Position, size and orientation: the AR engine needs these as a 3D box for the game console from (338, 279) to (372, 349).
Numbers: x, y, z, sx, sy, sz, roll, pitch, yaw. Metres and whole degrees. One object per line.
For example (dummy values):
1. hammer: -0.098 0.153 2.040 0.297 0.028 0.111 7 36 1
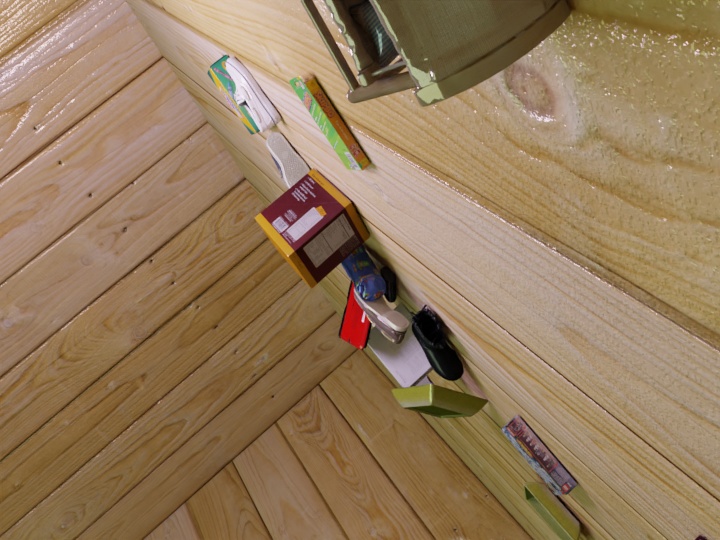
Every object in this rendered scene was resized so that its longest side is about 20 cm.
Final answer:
1. game console: 0.018 0.103 1.912 0.117 0.205 0.171 6 -169 -39

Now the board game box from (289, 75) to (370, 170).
1. board game box: -0.058 -0.273 1.248 0.201 0.030 0.095 52 172 -18

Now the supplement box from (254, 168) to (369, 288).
1. supplement box: -0.120 -0.108 1.692 0.197 0.199 0.134 44 171 43

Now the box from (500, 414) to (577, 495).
1. box: 0.420 0.440 1.612 0.201 0.040 0.137 50 173 17

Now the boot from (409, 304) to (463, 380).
1. boot: 0.190 0.182 1.680 0.200 0.073 0.163 55 173 11

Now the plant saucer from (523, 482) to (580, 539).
1. plant saucer: 0.540 0.676 1.884 0.200 0.048 0.201 47 171 32

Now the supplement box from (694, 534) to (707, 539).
1. supplement box: 0.476 0.510 1.025 0.110 0.199 0.061 56 171 -36

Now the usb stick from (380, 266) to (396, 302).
1. usb stick: 0.077 0.040 1.836 0.056 0.032 0.200 60 175 17

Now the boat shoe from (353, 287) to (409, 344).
1. boat shoe: 0.046 0.112 1.761 0.199 0.071 0.061 40 129 34

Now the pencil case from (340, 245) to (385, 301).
1. pencil case: 0.000 0.000 1.789 0.201 0.085 0.080 -121 27 -54

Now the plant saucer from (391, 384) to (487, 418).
1. plant saucer: 0.209 0.359 1.834 0.197 0.049 0.199 19 158 -26

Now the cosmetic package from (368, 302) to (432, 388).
1. cosmetic package: 0.124 0.218 1.926 0.201 0.150 0.052 49 172 21

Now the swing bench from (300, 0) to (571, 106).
1. swing bench: 0.026 -0.246 0.523 0.201 0.129 0.200 56 171 -25

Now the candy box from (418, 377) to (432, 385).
1. candy box: 0.231 0.446 2.597 0.202 0.071 0.168 54 171 -13

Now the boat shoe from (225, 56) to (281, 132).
1. boat shoe: -0.277 -0.429 1.658 0.201 0.066 0.074 51 172 7

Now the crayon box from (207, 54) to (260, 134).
1. crayon box: -0.320 -0.460 1.792 0.202 0.058 0.119 55 172 -16

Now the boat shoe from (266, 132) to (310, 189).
1. boat shoe: -0.183 -0.274 1.799 0.202 0.074 0.062 57 175 11
